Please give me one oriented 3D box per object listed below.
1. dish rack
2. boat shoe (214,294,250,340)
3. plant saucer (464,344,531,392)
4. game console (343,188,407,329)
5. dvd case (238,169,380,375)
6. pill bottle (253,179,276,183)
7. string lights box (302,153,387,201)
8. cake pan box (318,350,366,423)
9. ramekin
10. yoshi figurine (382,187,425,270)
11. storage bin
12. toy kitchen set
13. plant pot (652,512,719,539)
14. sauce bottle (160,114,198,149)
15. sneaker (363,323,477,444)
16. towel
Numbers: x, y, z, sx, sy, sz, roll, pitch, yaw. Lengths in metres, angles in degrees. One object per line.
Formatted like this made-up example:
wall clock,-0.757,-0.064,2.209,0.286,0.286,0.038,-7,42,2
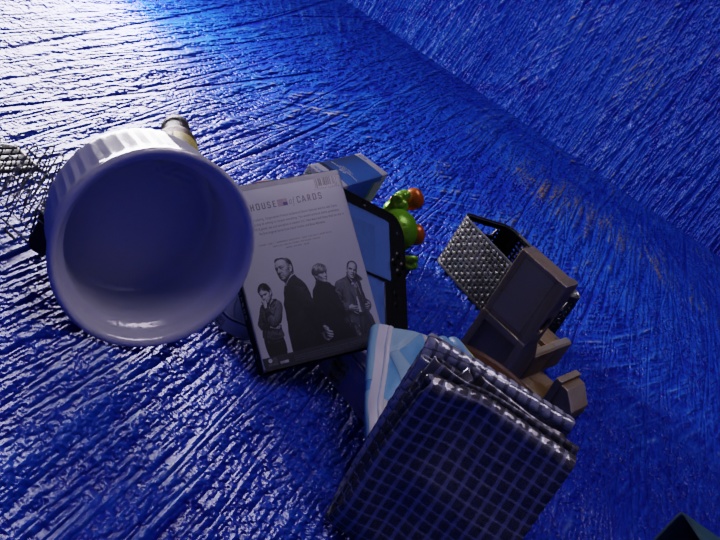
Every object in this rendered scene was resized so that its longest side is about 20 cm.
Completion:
dish rack,-0.347,-0.091,1.224,0.199,0.055,0.153,39,20,16
boat shoe,-0.074,0.044,1.304,0.198,0.070,0.071,15,26,-40
plant saucer,0.142,0.142,1.320,0.199,0.037,0.201,31,20,-13
game console,0.000,0.000,1.360,0.199,0.031,0.180,22,57,-55
dvd case,-0.065,-0.001,1.246,0.148,0.025,0.203,-11,80,-26
pill bottle,-0.119,-0.048,1.389,0.108,0.110,0.200,33,19,2
string lights box,-0.038,-0.102,1.645,0.059,0.104,0.200,37,20,11
cake pan box,0.074,0.158,1.300,0.183,0.053,0.200,5,34,-49
ramekin,-0.210,-0.038,1.111,0.198,0.203,0.098,19,16,-33
yoshi figurine,0.058,-0.062,1.702,0.112,0.112,0.200,42,24,7
storage bin,0.230,0.012,1.808,0.134,0.094,0.200,12,28,-44
toy kitchen set,0.274,0.085,1.576,0.163,0.182,0.199,42,26,22
plant pot,0.364,0.367,1.145,0.199,0.142,0.142,30,19,-31
sauce bottle,-0.240,-0.149,1.502,0.064,0.065,0.201,25,22,-19
sneaker,0.067,0.139,1.165,0.128,0.080,0.202,2,51,2
towel,0.082,0.184,1.031,0.164,0.202,0.086,31,21,0
